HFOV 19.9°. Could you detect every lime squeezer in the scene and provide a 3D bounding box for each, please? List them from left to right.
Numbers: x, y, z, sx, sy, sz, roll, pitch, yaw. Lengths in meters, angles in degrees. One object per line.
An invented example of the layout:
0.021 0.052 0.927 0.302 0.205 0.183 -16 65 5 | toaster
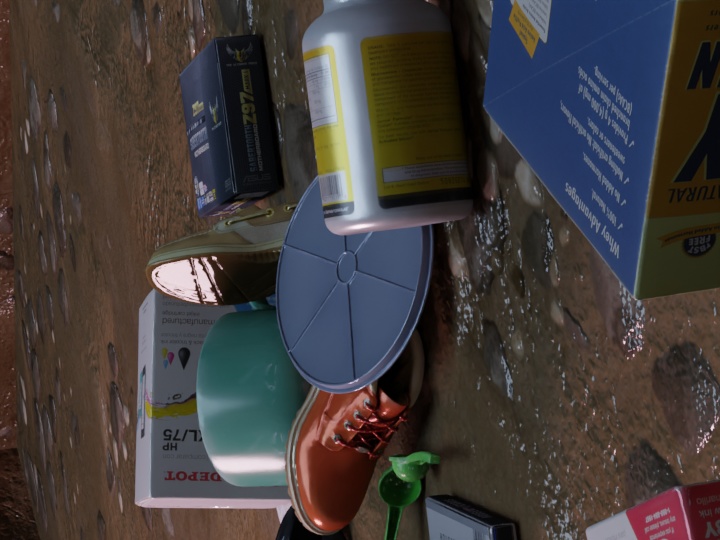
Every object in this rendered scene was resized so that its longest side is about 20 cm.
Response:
0.034 0.178 1.672 0.201 0.037 0.071 110 -179 -50 | lime squeezer

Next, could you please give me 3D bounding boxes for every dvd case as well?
0.093 0.281 1.573 0.150 0.025 0.202 -172 76 -73 | dvd case

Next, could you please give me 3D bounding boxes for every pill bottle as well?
0.017 -0.131 1.497 0.112 0.111 0.202 175 88 -73 | pill bottle

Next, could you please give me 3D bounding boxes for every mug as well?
-0.062 0.095 1.789 0.152 0.114 0.187 -38 -59 -62 | mug

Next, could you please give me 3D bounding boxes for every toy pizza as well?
0.000 0.000 1.650 0.200 0.032 0.202 -18 66 49 | toy pizza

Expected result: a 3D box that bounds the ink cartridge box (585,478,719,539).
0.199 0.218 1.092 0.145 0.083 0.202 132 128 -68 | ink cartridge box

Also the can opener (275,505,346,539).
-0.063 0.320 1.955 0.063 0.078 0.202 -158 80 -69 | can opener

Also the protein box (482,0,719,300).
0.161 -0.129 0.981 0.199 0.134 0.201 -122 29 -53 | protein box

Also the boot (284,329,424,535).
-0.002 0.126 1.683 0.107 0.075 0.202 18 96 62 | boot

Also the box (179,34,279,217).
-0.137 -0.145 2.103 0.200 0.051 0.159 163 100 -73 | box

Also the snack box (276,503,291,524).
-0.059 0.190 2.033 0.201 0.024 0.072 107 153 -54 | snack box

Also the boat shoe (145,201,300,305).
-0.087 -0.021 1.775 0.074 0.198 0.067 73 -167 -49 | boat shoe

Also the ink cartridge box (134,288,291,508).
-0.141 0.129 2.000 0.146 0.145 0.202 142 129 -75 | ink cartridge box
